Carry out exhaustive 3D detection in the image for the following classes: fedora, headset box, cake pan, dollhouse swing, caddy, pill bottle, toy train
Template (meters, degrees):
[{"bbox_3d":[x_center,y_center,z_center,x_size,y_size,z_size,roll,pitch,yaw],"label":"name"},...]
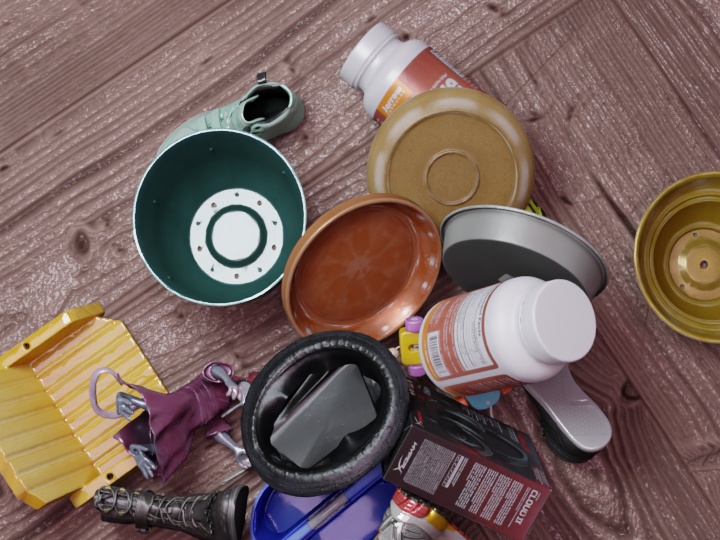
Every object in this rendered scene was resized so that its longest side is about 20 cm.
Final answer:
[{"bbox_3d":[-0.033,0.168,1.520,0.198,0.092,0.203,-6,66,13],"label":"fedora"},{"bbox_3d":[0.122,0.216,1.535,0.198,0.149,0.078,25,105,-9],"label":"headset box"},{"bbox_3d":[0.177,-0.003,1.505,0.198,0.201,0.037,20,66,4],"label":"cake pan"},{"bbox_3d":[-0.335,0.155,1.567,0.181,0.176,0.201,-34,83,-2],"label":"dollhouse swing"},{"bbox_3d":[-0.035,0.280,1.577,0.199,0.105,0.142,-39,83,-3],"label":"caddy"},{"bbox_3d":[0.160,0.070,1.468,0.111,0.199,0.114,8,75,-31],"label":"pill bottle"},{"bbox_3d":[0.076,-0.204,1.627,0.199,0.112,0.112,40,86,6],"label":"pill bottle"},{"bbox_3d":[0.079,0.133,1.614,0.198,0.056,0.152,21,104,-9],"label":"toy train"}]

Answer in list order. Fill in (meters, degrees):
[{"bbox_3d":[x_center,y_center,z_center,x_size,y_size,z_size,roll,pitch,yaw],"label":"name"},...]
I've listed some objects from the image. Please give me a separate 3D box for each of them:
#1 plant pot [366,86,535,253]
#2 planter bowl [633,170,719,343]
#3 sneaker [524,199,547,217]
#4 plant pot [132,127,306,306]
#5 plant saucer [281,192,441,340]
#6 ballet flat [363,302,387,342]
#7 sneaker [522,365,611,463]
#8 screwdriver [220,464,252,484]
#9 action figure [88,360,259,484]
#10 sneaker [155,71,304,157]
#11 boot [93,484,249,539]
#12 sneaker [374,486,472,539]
[{"bbox_3d":[0.105,-0.109,1.559,0.197,0.028,0.203,0,108,1],"label":"plant pot"},{"bbox_3d":[0.418,-0.011,1.608,0.197,0.083,0.204,0,83,2],"label":"planter bowl"},{"bbox_3d":[0.214,0.010,1.628,0.083,0.074,0.202,-26,88,28],"label":"sneaker"},{"bbox_3d":[-0.157,-0.052,1.592,0.197,0.161,0.204,0,84,2],"label":"plant pot"},{"bbox_3d":[0.000,0.000,1.537,0.200,0.201,0.032,-38,44,-3],"label":"plant saucer"},{"bbox_3d":[0.034,-0.010,1.634,0.069,0.069,0.202,26,86,5],"label":"ballet flat"},{"bbox_3d":[0.221,0.146,1.597,0.070,0.100,0.201,-26,64,-14],"label":"sneaker"},{"bbox_3d":[-0.085,0.203,1.628,0.198,0.028,0.029,-27,53,-1],"label":"screwdriver"},{"bbox_3d":[-0.201,0.164,1.584,0.148,0.199,0.136,27,125,30],"label":"action figure"},{"bbox_3d":[-0.166,-0.175,1.628,0.198,0.118,0.075,-25,85,0],"label":"sneaker"},{"bbox_3d":[-0.220,0.277,1.541,0.172,0.200,0.070,11,68,-7],"label":"boot"},{"bbox_3d":[0.068,0.311,1.534,0.077,0.200,0.083,29,80,36],"label":"sneaker"}]
